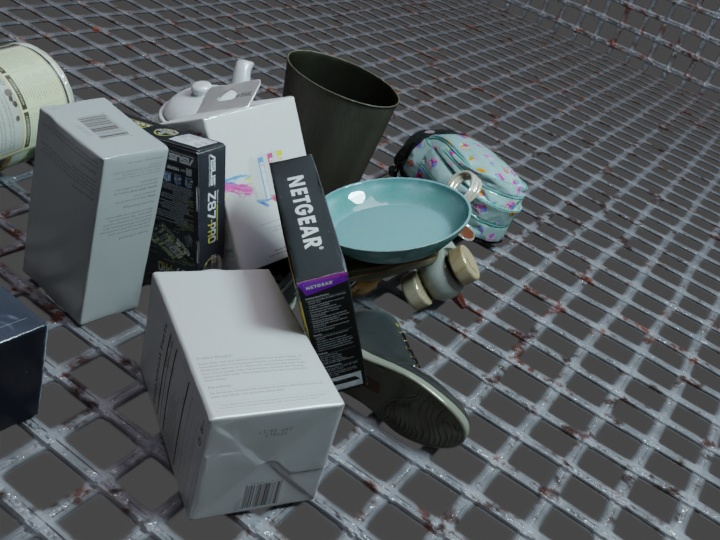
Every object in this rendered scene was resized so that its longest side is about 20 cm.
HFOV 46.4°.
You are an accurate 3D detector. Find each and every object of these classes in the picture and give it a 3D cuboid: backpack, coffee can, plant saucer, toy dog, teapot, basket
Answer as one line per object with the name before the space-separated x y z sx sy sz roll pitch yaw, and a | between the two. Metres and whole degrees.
backpack | 0.160 -0.132 1.296 0.166 0.127 0.200 0 38 -34
coffee can | -0.466 -0.185 1.013 0.146 0.147 0.200 26 31 12
plant saucer | 0.038 -0.059 1.047 0.199 0.036 0.200 -3 30 2
toy dog | 0.108 -0.026 1.119 0.131 0.096 0.201 -8 53 30
teapot | -0.201 -0.175 1.104 0.197 0.147 0.200 -17 40 -17
basket | -0.052 -0.179 1.179 0.180 0.201 0.136 39 35 29

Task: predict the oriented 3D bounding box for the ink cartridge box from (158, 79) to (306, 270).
ink cartridge box | -0.145 -0.112 0.973 0.125 0.201 0.128 -24 18 -37

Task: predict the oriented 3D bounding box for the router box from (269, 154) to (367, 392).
router box | -0.044 0.000 0.842 0.051 0.150 0.200 -13 40 -5

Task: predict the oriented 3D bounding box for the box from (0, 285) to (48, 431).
box | -0.397 0.069 0.684 0.182 0.104 0.200 32 32 23

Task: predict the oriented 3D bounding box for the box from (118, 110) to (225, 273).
box | -0.237 -0.082 0.923 0.199 0.162 0.049 19 27 27

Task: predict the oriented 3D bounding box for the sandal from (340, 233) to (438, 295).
sandal | 0.000 0.000 1.045 0.199 0.054 0.080 -8 35 -3

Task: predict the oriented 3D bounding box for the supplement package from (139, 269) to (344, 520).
supplement package | -0.117 0.103 0.767 0.121 0.120 0.200 -2 36 -28

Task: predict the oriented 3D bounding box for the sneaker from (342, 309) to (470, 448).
sneaker | 0.045 0.104 0.898 0.200 0.075 0.106 30 35 21

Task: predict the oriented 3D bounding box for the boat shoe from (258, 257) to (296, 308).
boat shoe | -0.144 0.030 0.928 0.073 0.062 0.200 37 35 27

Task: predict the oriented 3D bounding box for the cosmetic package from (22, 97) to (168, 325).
cosmetic package | -0.276 -0.059 0.863 0.113 0.201 0.081 38 36 25
